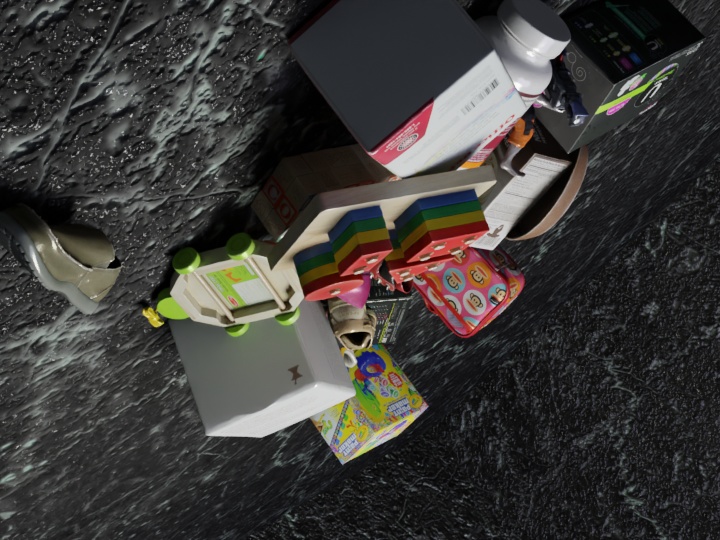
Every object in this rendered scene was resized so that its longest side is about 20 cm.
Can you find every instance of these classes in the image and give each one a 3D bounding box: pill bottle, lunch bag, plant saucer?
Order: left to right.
[{"bbox_3d":[0.158,0.006,1.521,0.082,0.200,0.176,-25,159,-47],"label":"lunch bag"},{"bbox_3d":[0.147,-0.218,1.056,0.113,0.113,0.200,-18,154,-48],"label":"pill bottle"},{"bbox_3d":[0.283,-0.130,1.379,0.201,0.034,0.201,-57,-164,25],"label":"plant saucer"}]

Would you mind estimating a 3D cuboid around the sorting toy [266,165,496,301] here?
[{"bbox_3d":[0.024,-0.030,0.973,0.199,0.070,0.199,-12,167,-24],"label":"sorting toy"}]

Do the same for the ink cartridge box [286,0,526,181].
[{"bbox_3d":[0.054,-0.187,0.891,0.145,0.145,0.200,-39,163,10],"label":"ink cartridge box"}]

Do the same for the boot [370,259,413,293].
[{"bbox_3d":[0.000,0.000,1.281,0.072,0.145,0.200,-22,159,-45],"label":"boot"}]

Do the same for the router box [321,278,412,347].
[{"bbox_3d":[-0.006,0.063,1.475,0.149,0.062,0.200,-5,155,-9],"label":"router box"}]

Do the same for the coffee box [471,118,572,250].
[{"bbox_3d":[0.210,-0.139,1.361,0.079,0.115,0.200,8,137,-32],"label":"coffee box"}]

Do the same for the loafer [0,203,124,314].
[{"bbox_3d":[-0.271,-0.021,0.828,0.070,0.075,0.200,-46,169,-11],"label":"loafer"}]

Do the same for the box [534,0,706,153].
[{"bbox_3d":[0.344,-0.284,1.262,0.200,0.124,0.149,-30,161,-28],"label":"box"}]

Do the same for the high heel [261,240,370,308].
[{"bbox_3d":[-0.082,0.011,1.150,0.199,0.067,0.096,-6,110,-22],"label":"high heel"}]

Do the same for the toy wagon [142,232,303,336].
[{"bbox_3d":[-0.168,0.023,1.094,0.199,0.040,0.155,-13,142,13],"label":"toy wagon"}]

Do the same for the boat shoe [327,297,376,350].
[{"bbox_3d":[-0.013,0.089,1.364,0.071,0.065,0.200,-11,162,5],"label":"boat shoe"}]

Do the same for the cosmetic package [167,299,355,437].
[{"bbox_3d":[-0.129,0.122,1.248,0.167,0.167,0.200,-24,164,8],"label":"cosmetic package"}]

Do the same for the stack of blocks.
[{"bbox_3d":[-0.035,-0.092,1.112,0.200,0.059,0.115,-19,155,-47],"label":"stack of blocks"}]

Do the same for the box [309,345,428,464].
[{"bbox_3d":[-0.001,0.266,1.892,0.200,0.193,0.122,-15,152,-53],"label":"box"}]

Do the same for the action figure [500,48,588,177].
[{"bbox_3d":[0.201,-0.216,1.121,0.104,0.200,0.194,9,121,-14],"label":"action figure"}]

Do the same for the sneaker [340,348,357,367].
[{"bbox_3d":[-0.081,0.154,1.613,0.200,0.090,0.075,-16,154,-50],"label":"sneaker"}]
